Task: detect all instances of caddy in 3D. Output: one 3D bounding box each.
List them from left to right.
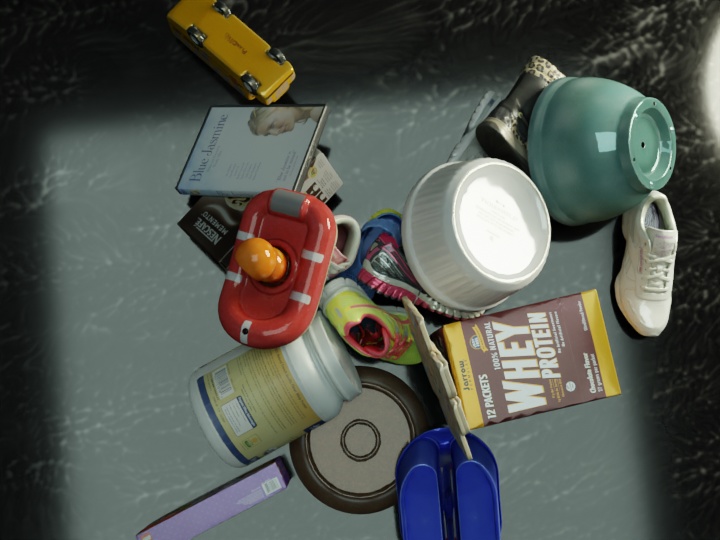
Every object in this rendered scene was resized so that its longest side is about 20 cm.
[{"bbox_3d":[0.118,0.312,1.446,0.139,0.105,0.204,-4,101,3],"label":"caddy"}]

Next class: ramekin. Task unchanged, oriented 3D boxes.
[{"bbox_3d":[0.158,-0.052,1.417,0.199,0.094,0.206,6,77,-28],"label":"ramekin"}]

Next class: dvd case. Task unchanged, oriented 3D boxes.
[{"bbox_3d":[-0.146,-0.163,1.470,0.197,0.018,0.144,4,63,30],"label":"dvd case"}]

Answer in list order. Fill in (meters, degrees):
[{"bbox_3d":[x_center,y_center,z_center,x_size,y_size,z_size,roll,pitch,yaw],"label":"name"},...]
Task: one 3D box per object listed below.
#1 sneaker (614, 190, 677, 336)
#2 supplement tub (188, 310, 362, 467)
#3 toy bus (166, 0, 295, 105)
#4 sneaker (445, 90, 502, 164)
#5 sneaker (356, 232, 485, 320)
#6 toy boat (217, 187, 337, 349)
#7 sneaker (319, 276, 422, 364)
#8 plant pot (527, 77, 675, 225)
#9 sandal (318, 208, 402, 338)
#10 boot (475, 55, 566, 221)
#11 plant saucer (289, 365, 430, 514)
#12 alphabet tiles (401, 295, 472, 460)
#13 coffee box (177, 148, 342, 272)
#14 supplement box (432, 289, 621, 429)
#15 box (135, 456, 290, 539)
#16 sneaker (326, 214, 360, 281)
[{"bbox_3d":[0.395,-0.011,1.499,0.073,0.100,0.204,-1,84,-4],"label":"sneaker"},{"bbox_3d":[-0.110,0.153,1.430,0.198,0.144,0.146,-28,84,6],"label":"supplement tub"},{"bbox_3d":[-0.179,-0.306,1.515,0.200,0.078,0.065,42,77,13],"label":"toy bus"},{"bbox_3d":[0.167,-0.151,1.522,0.081,0.075,0.202,28,82,4],"label":"sneaker"},{"bbox_3d":[0.093,0.013,1.458,0.198,0.080,0.076,19,97,-31],"label":"sneaker"},{"bbox_3d":[-0.114,-0.005,1.338,0.129,0.131,0.203,14,87,21],"label":"toy boat"},{"bbox_3d":[0.026,0.089,1.445,0.199,0.091,0.078,28,110,-38],"label":"sneaker"},{"bbox_3d":[0.333,-0.162,1.448,0.198,0.133,0.204,-1,91,-44],"label":"plant pot"},{"bbox_3d":[0.000,0.000,1.496,0.079,0.087,0.202,27,85,0],"label":"sandal"},{"bbox_3d":[0.255,-0.181,1.512,0.200,0.073,0.152,44,65,-26],"label":"boot"},{"bbox_3d":[0.000,0.231,1.493,0.197,0.035,0.204,0,82,-1],"label":"plant saucer"},{"bbox_3d":[0.098,0.131,1.362,0.014,0.200,0.198,-21,103,-2],"label":"alphabet tiles"},{"bbox_3d":[-0.136,-0.091,1.484,0.200,0.080,0.113,-48,53,-7],"label":"coffee box"},{"bbox_3d":[0.209,0.120,1.428,0.197,0.197,0.135,-13,84,-2],"label":"supplement box"},{"bbox_3d":[-0.188,0.308,1.426,0.198,0.137,0.040,-27,85,-5],"label":"box"},{"bbox_3d":[-0.077,-0.003,1.426,0.200,0.104,0.076,-43,101,-20],"label":"sneaker"}]
